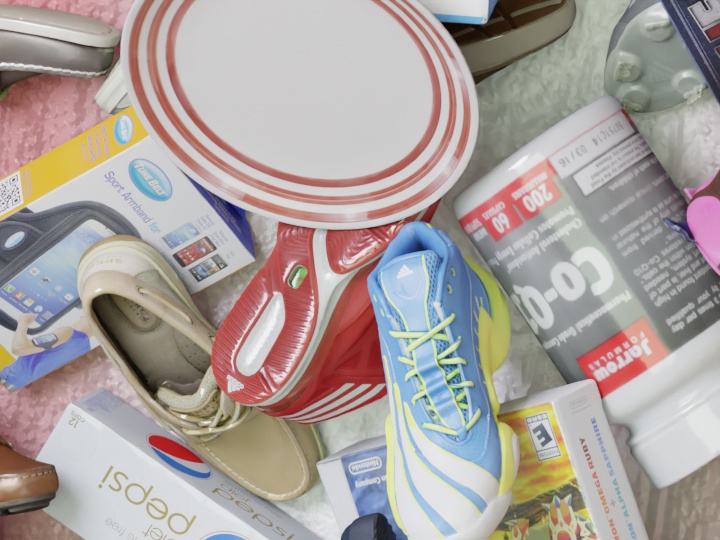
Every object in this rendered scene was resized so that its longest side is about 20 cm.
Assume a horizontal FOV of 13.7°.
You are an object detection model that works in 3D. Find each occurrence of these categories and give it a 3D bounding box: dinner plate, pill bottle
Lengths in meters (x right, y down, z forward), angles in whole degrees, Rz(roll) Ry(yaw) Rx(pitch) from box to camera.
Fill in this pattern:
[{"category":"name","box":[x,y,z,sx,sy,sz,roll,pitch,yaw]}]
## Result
[{"category":"dinner plate","box":[-0.031,-0.102,1.606,0.199,0.024,0.201,10,134,10]},{"category":"pill bottle","box":[0.150,0.014,1.677,0.114,0.114,0.201,-35,88,13]}]

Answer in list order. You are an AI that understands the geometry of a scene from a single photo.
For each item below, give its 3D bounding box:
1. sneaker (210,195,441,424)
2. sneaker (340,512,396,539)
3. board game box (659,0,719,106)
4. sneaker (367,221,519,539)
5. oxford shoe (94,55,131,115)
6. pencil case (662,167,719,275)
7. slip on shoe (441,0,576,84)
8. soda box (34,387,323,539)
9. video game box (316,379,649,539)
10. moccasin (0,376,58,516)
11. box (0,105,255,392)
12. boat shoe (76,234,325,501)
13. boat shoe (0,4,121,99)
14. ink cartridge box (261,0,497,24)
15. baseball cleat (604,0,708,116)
[{"category":"sneaker","box":[0.000,0.000,1.721,0.078,0.115,0.200,40,92,29]},{"category":"sneaker","box":[-0.012,0.233,1.710,0.081,0.070,0.201,1,108,14]},{"category":"board game box","box":[0.245,-0.139,1.619,0.135,0.035,0.200,-25,131,14]},{"category":"sneaker","box":[0.033,0.055,1.610,0.075,0.201,0.105,-20,130,18]},{"category":"oxford shoe","box":[-0.088,-0.136,1.699,0.058,0.075,0.200,36,143,-8]},{"category":"pencil case","box":[0.259,-0.072,1.600,0.200,0.090,0.094,-47,45,26]},{"category":"slip on shoe","box":[0.032,-0.115,1.719,0.199,0.076,0.061,-21,131,5]},{"category":"soda box","box":[-0.099,0.155,1.771,0.199,0.064,0.068,34,103,7]},{"category":"video game box","box":[0.080,0.171,1.697,0.199,0.047,0.183,-19,94,45]},{"category":"moccasin","box":[-0.252,0.093,1.763,0.201,0.073,0.078,22,106,45]},{"category":"box","box":[-0.156,-0.017,1.744,0.199,0.042,0.119,-27,131,15]},{"category":"boat shoe","box":[-0.094,0.069,1.731,0.072,0.065,0.200,-33,113,15]},{"category":"boat shoe","box":[-0.236,-0.130,1.766,0.199,0.072,0.060,9,98,16]},{"category":"ink cartridge box","box":[0.027,-0.230,1.645,0.128,0.200,0.126,5,115,11]},{"category":"baseball cleat","box":[0.200,-0.178,1.673,0.069,0.107,0.200,24,130,-15]}]
